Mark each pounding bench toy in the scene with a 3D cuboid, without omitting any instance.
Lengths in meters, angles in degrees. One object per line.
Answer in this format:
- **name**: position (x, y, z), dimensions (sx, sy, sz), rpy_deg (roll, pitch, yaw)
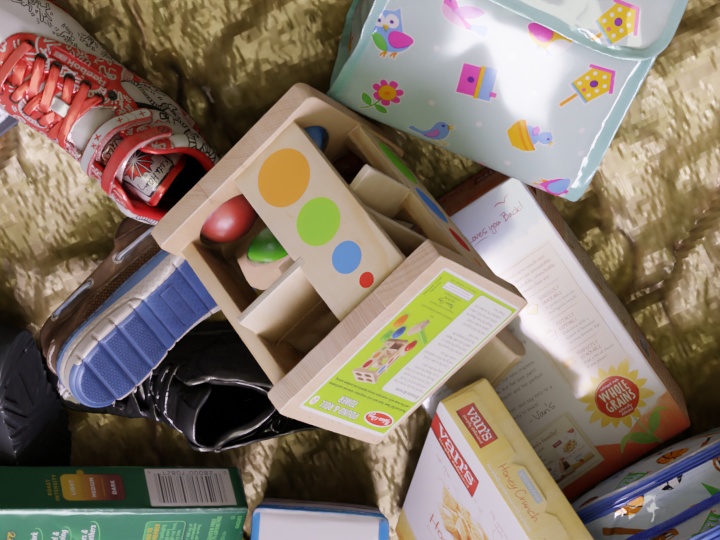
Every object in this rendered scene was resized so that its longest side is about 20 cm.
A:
- **pounding bench toy**: position (0.000, 0.000, 1.323), dimensions (0.124, 0.200, 0.156), rpy_deg (-44, 63, 11)

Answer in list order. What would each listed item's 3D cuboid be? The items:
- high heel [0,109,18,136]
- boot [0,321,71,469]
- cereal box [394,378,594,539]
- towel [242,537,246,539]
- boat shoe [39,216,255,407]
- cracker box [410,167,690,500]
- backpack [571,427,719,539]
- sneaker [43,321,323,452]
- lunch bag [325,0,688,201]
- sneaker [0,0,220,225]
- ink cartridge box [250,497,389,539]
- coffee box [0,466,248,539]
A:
- **high heel**: position (-0.292, -0.138, 1.356), dimensions (0.142, 0.071, 0.200), rpy_deg (-36, 112, 9)
- **boot**: position (-0.275, 0.081, 1.428), dimensions (0.162, 0.074, 0.199), rpy_deg (14, 142, 16)
- **cereal box**: position (0.083, 0.170, 1.375), dimensions (0.039, 0.200, 0.144), rpy_deg (-26, 67, -19)
- **towel**: position (-0.079, 0.238, 1.515), dimensions (0.086, 0.018, 0.200), rpy_deg (-37, 104, 7)
- **boat shoe**: position (-0.117, -0.008, 1.391), dimensions (0.200, 0.072, 0.072), rpy_deg (-40, 139, -12)
- **cracker box**: position (0.096, 0.045, 1.419), dimensions (0.134, 0.058, 0.200), rpy_deg (-32, 106, 13)
- **backpack**: position (0.210, 0.179, 1.377), dimensions (0.199, 0.190, 0.154), rpy_deg (-32, 93, -9)
- **sneaker**: position (-0.105, 0.072, 1.409), dimensions (0.199, 0.104, 0.060), rpy_deg (-5, 112, 3)
- **lunch bag**: position (0.093, -0.163, 1.294), dimensions (0.170, 0.122, 0.200), rpy_deg (23, 127, -8)
- **sneaker**: position (-0.162, -0.096, 1.318), dimensions (0.201, 0.108, 0.067), rpy_deg (33, 100, -32)
- **ink cartridge box**: position (-0.028, 0.216, 1.390), dimensions (0.084, 0.200, 0.147), rpy_deg (3, 87, 0)
- **coffee box**: position (-0.177, 0.175, 1.417), dimensions (0.199, 0.044, 0.123), rpy_deg (0, 132, -17)
